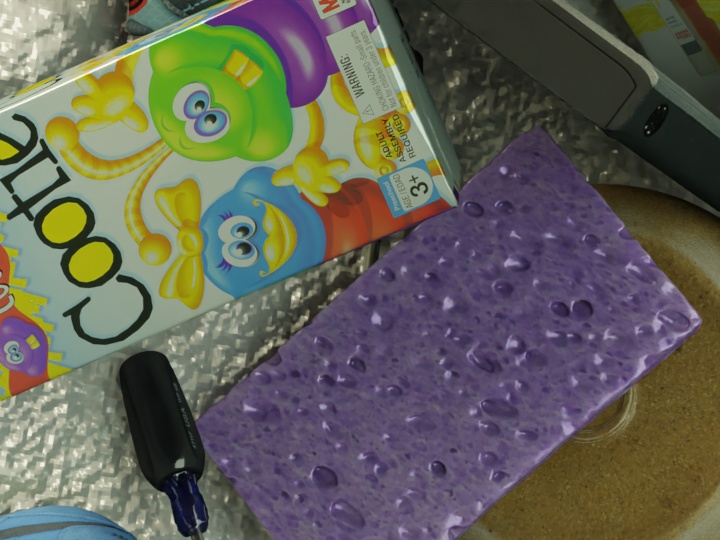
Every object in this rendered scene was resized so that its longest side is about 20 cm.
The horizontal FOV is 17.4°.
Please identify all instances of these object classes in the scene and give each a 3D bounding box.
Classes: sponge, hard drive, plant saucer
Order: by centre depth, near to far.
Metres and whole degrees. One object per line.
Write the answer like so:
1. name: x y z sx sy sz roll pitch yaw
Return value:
1. hard drive: 0.097 -0.082 0.990 0.033 0.139 0.200 -54 154 6
2. sponge: 0.036 0.045 0.998 0.200 0.030 0.112 -41 79 0
3. plant saucer: 0.100 0.056 1.021 0.199 0.035 0.201 -3 78 12

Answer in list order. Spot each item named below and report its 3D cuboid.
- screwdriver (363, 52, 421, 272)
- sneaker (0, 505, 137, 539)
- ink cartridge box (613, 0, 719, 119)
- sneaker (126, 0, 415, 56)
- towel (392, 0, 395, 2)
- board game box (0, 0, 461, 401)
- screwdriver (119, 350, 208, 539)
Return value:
1. screwdriver: 0.000 0.000 1.039 0.029 0.028 0.201 12 90 -4
2. sneaker: -0.176 0.146 0.922 0.199 0.078 0.066 -23 99 -24
3. ink cartridge box: 0.181 -0.174 1.097 0.145 0.083 0.200 -47 112 -29
4. sneaker: -0.068 -0.140 0.974 0.095 0.079 0.200 -39 99 1
5. towel: -0.008 -0.197 1.053 0.145 0.024 0.200 46 70 -17
6. board game box: -0.071 -0.040 0.919 0.199 0.103 0.105 -23 99 7
7. screwdriver: -0.063 0.122 0.959 0.028 0.029 0.201 -17 66 -6
